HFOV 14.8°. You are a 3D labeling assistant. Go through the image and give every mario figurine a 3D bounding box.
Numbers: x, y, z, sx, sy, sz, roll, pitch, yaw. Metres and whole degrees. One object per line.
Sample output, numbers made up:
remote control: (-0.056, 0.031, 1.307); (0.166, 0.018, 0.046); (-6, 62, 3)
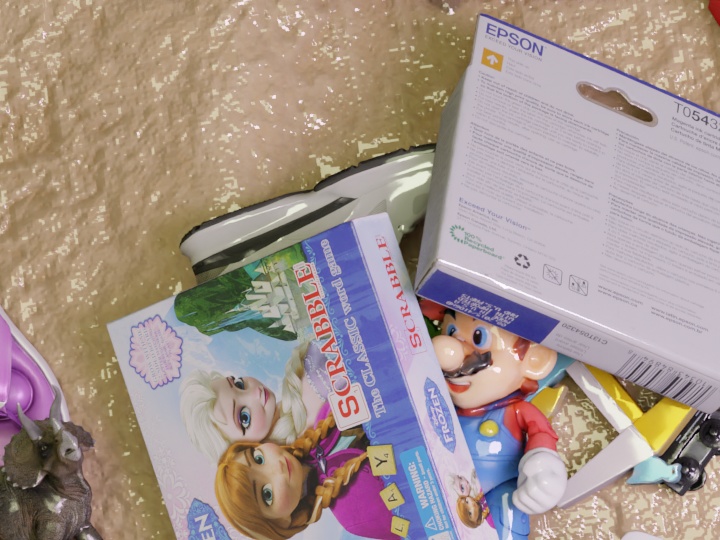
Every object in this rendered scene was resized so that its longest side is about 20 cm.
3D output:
mario figurine: (0.057, 0.090, 1.608); (0.123, 0.106, 0.200); (3, 87, 0)

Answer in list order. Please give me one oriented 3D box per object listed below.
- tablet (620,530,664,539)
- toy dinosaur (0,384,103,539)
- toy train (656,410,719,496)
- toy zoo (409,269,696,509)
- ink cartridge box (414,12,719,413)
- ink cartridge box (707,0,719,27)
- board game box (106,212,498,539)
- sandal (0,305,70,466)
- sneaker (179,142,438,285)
tablet: (0.173, 0.253, 1.499); (0.130, 0.014, 0.200); (18, 82, 8)
toy dinosaur: (-0.207, 0.155, 1.672); (0.200, 0.077, 0.102); (-39, 83, 31)
toy train: (0.237, 0.046, 1.667); (0.046, 0.034, 0.200); (36, 86, 20)
toy zoo: (0.127, 0.049, 1.663); (0.131, 0.020, 0.200); (-41, 74, 6)
ink cartridge box: (0.136, -0.035, 1.628); (0.196, 0.043, 0.200); (22, 48, -13)
ink cartridge box: (0.288, -0.147, 1.673); (0.116, 0.067, 0.200); (-30, 80, 0)
board game box: (-0.038, 0.092, 1.619); (0.199, 0.041, 0.200); (-23, 83, 35)
sandal: (-0.247, 0.046, 1.698); (0.082, 0.050, 0.203); (-30, 82, 2)
sneaker: (0.000, 0.000, 1.677); (0.200, 0.076, 0.116); (-20, 82, 11)
